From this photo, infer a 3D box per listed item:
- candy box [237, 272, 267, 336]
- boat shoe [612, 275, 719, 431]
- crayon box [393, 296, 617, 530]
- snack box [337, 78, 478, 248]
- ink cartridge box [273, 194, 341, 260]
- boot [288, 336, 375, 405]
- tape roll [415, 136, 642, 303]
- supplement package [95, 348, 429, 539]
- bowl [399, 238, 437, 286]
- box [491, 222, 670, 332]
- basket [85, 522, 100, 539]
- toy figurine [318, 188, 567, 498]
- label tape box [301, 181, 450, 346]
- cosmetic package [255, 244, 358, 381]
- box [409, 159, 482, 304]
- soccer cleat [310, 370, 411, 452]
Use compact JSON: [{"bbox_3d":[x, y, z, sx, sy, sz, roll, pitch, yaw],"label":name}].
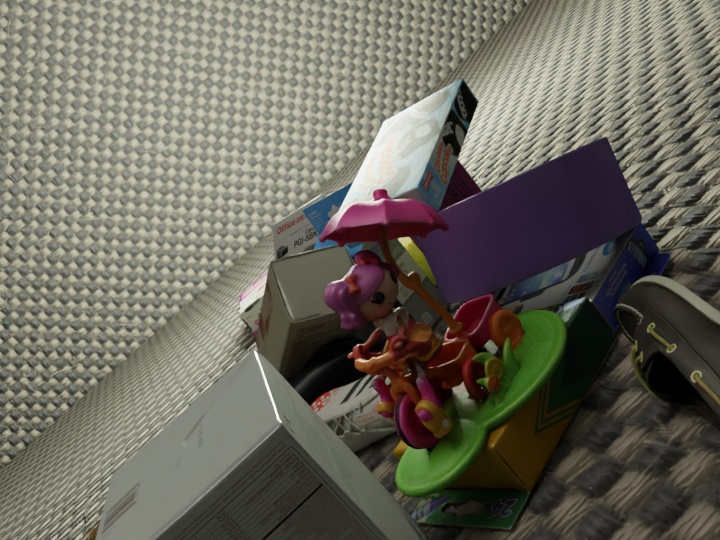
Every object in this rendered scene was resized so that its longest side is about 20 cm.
[{"bbox_3d":[-0.194,0.054,1.671,0.136,0.061,0.200,-39,12,1],"label":"candy box"},{"bbox_3d":[0.210,0.057,0.497,0.061,0.072,0.201,-36,15,0],"label":"boat shoe"},{"bbox_3d":[0.112,0.113,0.635,0.126,0.052,0.200,-22,22,54],"label":"crayon box"},{"bbox_3d":[0.050,-0.115,0.819,0.116,0.037,0.200,-23,31,38],"label":"snack box"},{"bbox_3d":[-0.063,0.005,1.177,0.147,0.083,0.201,-26,61,49],"label":"ink cartridge box"},{"bbox_3d":[-0.074,0.177,0.885,0.200,0.076,0.168,-36,12,29],"label":"boot"},{"bbox_3d":[0.155,-0.047,0.737,0.200,0.085,0.200,-24,0,0],"label":"tape roll"},{"bbox_3d":[-0.050,0.188,0.506,0.147,0.200,0.191,-41,12,-4],"label":"supplement package"},{"bbox_3d":[0.075,-0.048,1.153,0.200,0.108,0.200,-38,13,10],"label":"bowl"},{"bbox_3d":[0.193,0.021,0.741,0.119,0.041,0.200,-49,13,-35],"label":"box"},{"bbox_3d":[-0.122,0.216,0.731,0.200,0.149,0.143,-35,14,23],"label":"basket"},{"bbox_3d":[0.034,0.034,0.590,0.150,0.184,0.200,-23,21,50],"label":"toy figurine"},{"bbox_3d":[0.000,0.000,0.992,0.063,0.200,0.144,-47,14,-31],"label":"label tape box"},{"bbox_3d":[-0.066,0.065,0.963,0.103,0.087,0.200,-13,-28,-22],"label":"cosmetic package"},{"bbox_3d":[0.110,-0.061,0.943,0.097,0.176,0.200,-39,12,7],"label":"box"},{"bbox_3d":[0.007,0.145,0.794,0.200,0.069,0.085,-34,9,6],"label":"soccer cleat"}]
